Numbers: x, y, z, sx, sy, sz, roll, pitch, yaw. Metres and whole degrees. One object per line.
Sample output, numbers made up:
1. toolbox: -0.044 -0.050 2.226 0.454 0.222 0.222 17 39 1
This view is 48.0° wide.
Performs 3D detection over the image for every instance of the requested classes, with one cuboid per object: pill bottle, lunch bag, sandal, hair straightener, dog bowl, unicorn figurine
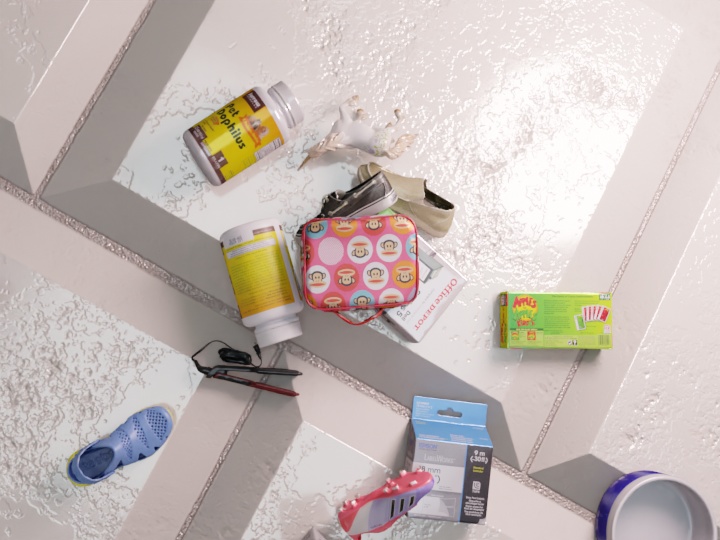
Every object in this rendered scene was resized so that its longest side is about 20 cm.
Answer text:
1. pill bottle: -0.162 0.022 1.370 0.108 0.109 0.203 -16 87 -8
2. pill bottle: -0.198 -0.241 1.393 0.199 0.109 0.110 -34 90 -8
3. lunch bag: 0.000 0.000 1.328 0.197 0.082 0.179 -1 90 -4
4. sandal: -0.400 0.297 1.340 0.199 0.087 0.080 -35 89 -10
5. hair straightener: -0.195 0.162 1.404 0.197 0.041 0.078 12 81 -1
6. dog bowl: 0.526 0.464 1.445 0.197 0.079 0.204 1 85 -6
7. unicorn figurine: -0.008 -0.239 1.422 0.197 0.074 0.138 10 53 25

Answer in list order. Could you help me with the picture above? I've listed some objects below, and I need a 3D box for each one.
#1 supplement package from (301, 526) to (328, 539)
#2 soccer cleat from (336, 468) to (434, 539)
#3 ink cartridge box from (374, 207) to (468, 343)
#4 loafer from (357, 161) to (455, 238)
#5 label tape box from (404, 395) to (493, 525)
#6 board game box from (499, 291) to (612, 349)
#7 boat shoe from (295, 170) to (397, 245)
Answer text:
1. supplement package: -0.085 0.568 1.345 0.155 0.111 0.200 42 83 -2
2. soccer cleat: 0.050 0.398 1.367 0.198 0.067 0.077 -29 95 24
3. ink cartridge box: 0.068 0.009 1.419 0.199 0.084 0.146 40 83 -2
4. loafer: 0.086 -0.138 1.430 0.198 0.076 0.068 31 124 -11
5. label tape box: 0.154 0.331 1.416 0.142 0.063 0.203 7 85 -7
6. board game box: 0.354 0.091 1.467 0.197 0.048 0.103 1 85 -7
7. boat shoe: -0.034 -0.109 1.395 0.198 0.071 0.064 -26 109 16
